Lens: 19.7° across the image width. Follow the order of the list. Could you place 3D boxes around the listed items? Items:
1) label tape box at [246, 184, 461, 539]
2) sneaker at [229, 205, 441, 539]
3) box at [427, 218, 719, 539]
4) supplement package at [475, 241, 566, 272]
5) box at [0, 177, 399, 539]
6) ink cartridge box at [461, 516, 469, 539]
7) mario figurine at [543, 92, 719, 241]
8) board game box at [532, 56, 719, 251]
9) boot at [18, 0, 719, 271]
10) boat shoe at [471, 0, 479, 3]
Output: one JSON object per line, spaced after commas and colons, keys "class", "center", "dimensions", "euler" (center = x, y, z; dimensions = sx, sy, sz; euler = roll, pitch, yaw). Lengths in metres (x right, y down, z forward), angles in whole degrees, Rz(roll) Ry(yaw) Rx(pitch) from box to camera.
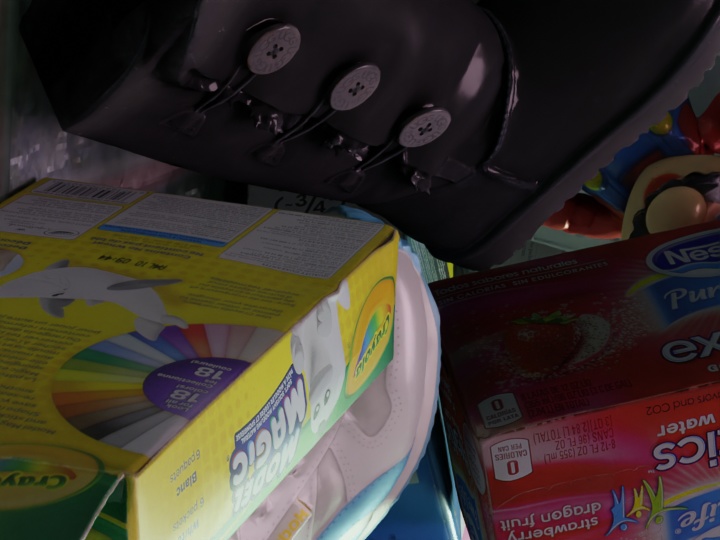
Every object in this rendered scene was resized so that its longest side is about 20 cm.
{"class": "label tape box", "center": [0.000, 0.000, 0.798], "dimensions": [0.144, 0.063, 0.200], "euler": [75, 12, -51]}
{"class": "sneaker", "center": [-0.041, 0.073, 0.639], "dimensions": [0.200, 0.076, 0.081], "euler": [-63, 161, 10]}
{"class": "box", "center": [0.131, 0.047, 0.717], "dimensions": [0.095, 0.200, 0.100], "euler": [-108, -174, -57]}
{"class": "supplement package", "center": [0.171, 0.041, 1.019], "dimensions": [0.151, 0.200, 0.152], "euler": [62, 31, -43]}
{"class": "box", "center": [-0.075, 0.031, 0.520], "dimensions": [0.200, 0.117, 0.048], "euler": [-40, 135, -63]}
{"class": "ink cartridge box", "center": [0.062, 0.126, 1.105], "dimensions": [0.196, 0.043, 0.200], "euler": [-34, 129, -67]}
{"class": "mario figurine", "center": [0.109, -0.050, 0.809], "dimensions": [0.106, 0.200, 0.123], "euler": [-17, 149, -32]}
{"class": "board game box", "center": [0.109, -0.105, 0.893], "dimensions": [0.026, 0.200, 0.200], "euler": [-12, 112, -43]}
{"class": "boot", "center": [0.017, -0.087, 0.629], "dimensions": [0.200, 0.066, 0.165], "euler": [22, 111, -46]}
{"class": "boat shoe", "center": [0.050, -0.120, 0.774], "dimensions": [0.072, 0.070, 0.201], "euler": [-2, 67, -54]}
